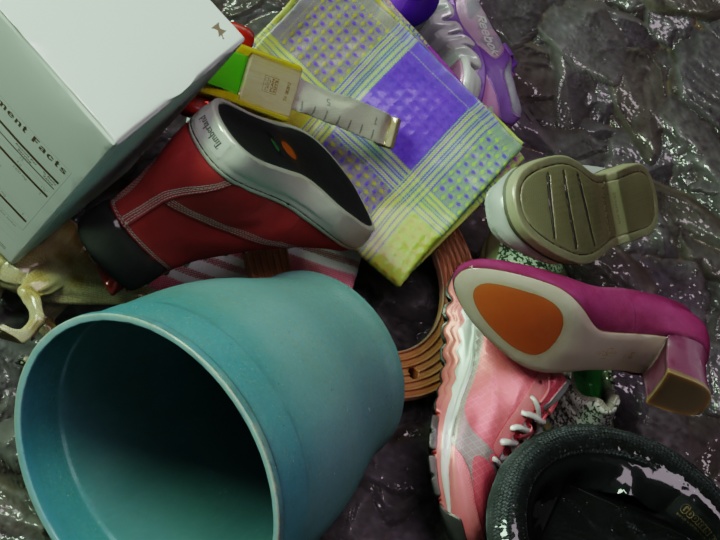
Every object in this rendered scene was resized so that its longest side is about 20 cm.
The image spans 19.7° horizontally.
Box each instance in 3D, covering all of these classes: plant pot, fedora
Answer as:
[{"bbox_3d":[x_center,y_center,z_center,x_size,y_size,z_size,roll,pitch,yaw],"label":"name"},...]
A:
[{"bbox_3d":[-0.077,0.090,1.277,0.200,0.200,0.188,46,38,11],"label":"plant pot"},{"bbox_3d":[0.160,0.200,1.353,0.200,0.092,0.201,12,55,-17],"label":"fedora"}]

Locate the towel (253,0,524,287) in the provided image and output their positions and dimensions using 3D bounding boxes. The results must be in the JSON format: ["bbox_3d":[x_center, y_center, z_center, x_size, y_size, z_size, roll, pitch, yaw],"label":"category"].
[{"bbox_3d":[0.003,-0.103,1.423,0.144,0.023,0.200,-45,99,-8],"label":"towel"}]

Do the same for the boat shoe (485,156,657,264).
[{"bbox_3d":[0.133,-0.038,1.421,0.200,0.068,0.075,-1,83,-57],"label":"boat shoe"}]

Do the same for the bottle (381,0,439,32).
[{"bbox_3d":[0.014,-0.193,1.483,0.083,0.200,0.065,-27,71,-43],"label":"bottle"}]

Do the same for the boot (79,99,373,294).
[{"bbox_3d":[-0.089,-0.028,1.332,0.200,0.144,0.073,23,33,-56],"label":"boot"}]

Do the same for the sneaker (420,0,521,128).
[{"bbox_3d":[0.075,-0.174,1.584,0.088,0.080,0.200,19,43,-32],"label":"sneaker"}]

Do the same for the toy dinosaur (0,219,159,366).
[{"bbox_3d":[-0.202,0.010,1.339,0.200,0.058,0.101,19,65,3],"label":"toy dinosaur"}]

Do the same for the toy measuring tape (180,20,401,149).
[{"bbox_3d":[-0.067,-0.121,1.376,0.200,0.074,0.074,17,51,-35],"label":"toy measuring tape"}]

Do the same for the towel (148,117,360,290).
[{"bbox_3d":[-0.070,-0.025,1.452,0.146,0.030,0.200,20,53,-12],"label":"towel"}]

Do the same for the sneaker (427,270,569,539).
[{"bbox_3d":[0.094,0.090,1.380,0.087,0.074,0.201,2,68,11],"label":"sneaker"}]

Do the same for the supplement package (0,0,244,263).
[{"bbox_3d":[-0.183,-0.114,1.272,0.120,0.200,0.121,48,55,-3],"label":"supplement package"}]

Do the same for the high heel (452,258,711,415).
[{"bbox_3d":[0.146,0.026,1.380,0.200,0.067,0.096,29,31,-19],"label":"high heel"}]

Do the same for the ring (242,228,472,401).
[{"bbox_3d":[0.000,0.000,1.440,0.200,0.019,0.201,20,54,-29],"label":"ring"}]

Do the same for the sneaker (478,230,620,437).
[{"bbox_3d":[0.144,0.039,1.456,0.077,0.089,0.200,-5,60,-25],"label":"sneaker"}]
